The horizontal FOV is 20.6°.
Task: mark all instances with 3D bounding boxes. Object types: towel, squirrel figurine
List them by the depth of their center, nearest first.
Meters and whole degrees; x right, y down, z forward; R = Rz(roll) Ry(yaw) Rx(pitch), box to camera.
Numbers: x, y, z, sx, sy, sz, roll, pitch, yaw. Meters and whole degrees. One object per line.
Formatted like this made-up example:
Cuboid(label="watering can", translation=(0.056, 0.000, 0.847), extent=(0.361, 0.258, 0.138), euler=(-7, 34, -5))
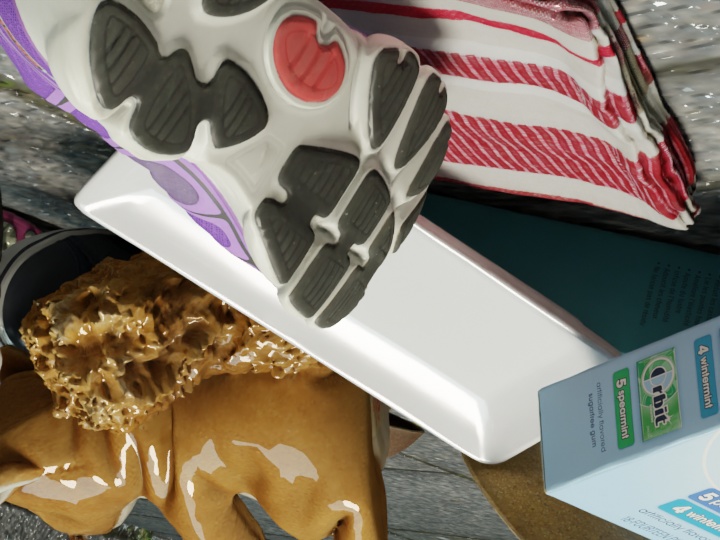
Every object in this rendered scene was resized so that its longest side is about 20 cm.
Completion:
Cuboid(label="towel", translation=(0.021, -0.059, 0.611), extent=(0.144, 0.023, 0.200), euler=(11, 167, 23))
Cuboid(label="squirrel figurine", translation=(-0.086, 0.051, 0.879), extent=(0.186, 0.142, 0.200), euler=(-4, 139, 9))

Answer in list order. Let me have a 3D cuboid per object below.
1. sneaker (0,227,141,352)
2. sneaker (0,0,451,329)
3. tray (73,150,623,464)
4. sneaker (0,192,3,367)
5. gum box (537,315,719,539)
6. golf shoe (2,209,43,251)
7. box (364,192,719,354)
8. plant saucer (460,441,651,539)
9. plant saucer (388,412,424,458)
Cuboid(label="sneaker", translation=(-0.088, 0.028, 0.985), extent=(0.200, 0.079, 0.079), euler=(13, -179, -43))
Cuboid(label="sneaker", translation=(-0.040, -0.053, 0.545), extent=(0.083, 0.081, 0.200), euler=(28, 170, 34))
Cuboid(label="tray", translation=(0.000, 0.000, 0.729), extent=(0.200, 0.022, 0.107), euler=(33, 143, -15))
Cuboid(label="sneaker", translation=(-0.204, -0.047, 0.831), extent=(0.075, 0.116, 0.200), euler=(-11, 127, 9))
Cuboid(label="gum box", translation=(0.191, 0.054, 0.682), extent=(0.200, 0.045, 0.170), euler=(-26, 141, 37))
Cuboid(label="golf shoe", translation=(-0.152, 0.040, 1.074), extent=(0.200, 0.075, 0.091), euler=(47, 168, -17))
Cuboid(label="box", translation=(0.094, 0.018, 0.785), extent=(0.199, 0.049, 0.082), euler=(13, 166, 13))
Cuboid(label="plant saucer", translation=(0.132, 0.111, 0.829), extent=(0.200, 0.035, 0.200), euler=(32, -166, -9))
Cuboid(label="plant saucer", translation=(-0.061, 0.079, 1.174), extent=(0.200, 0.037, 0.200), euler=(18, 179, 0))
